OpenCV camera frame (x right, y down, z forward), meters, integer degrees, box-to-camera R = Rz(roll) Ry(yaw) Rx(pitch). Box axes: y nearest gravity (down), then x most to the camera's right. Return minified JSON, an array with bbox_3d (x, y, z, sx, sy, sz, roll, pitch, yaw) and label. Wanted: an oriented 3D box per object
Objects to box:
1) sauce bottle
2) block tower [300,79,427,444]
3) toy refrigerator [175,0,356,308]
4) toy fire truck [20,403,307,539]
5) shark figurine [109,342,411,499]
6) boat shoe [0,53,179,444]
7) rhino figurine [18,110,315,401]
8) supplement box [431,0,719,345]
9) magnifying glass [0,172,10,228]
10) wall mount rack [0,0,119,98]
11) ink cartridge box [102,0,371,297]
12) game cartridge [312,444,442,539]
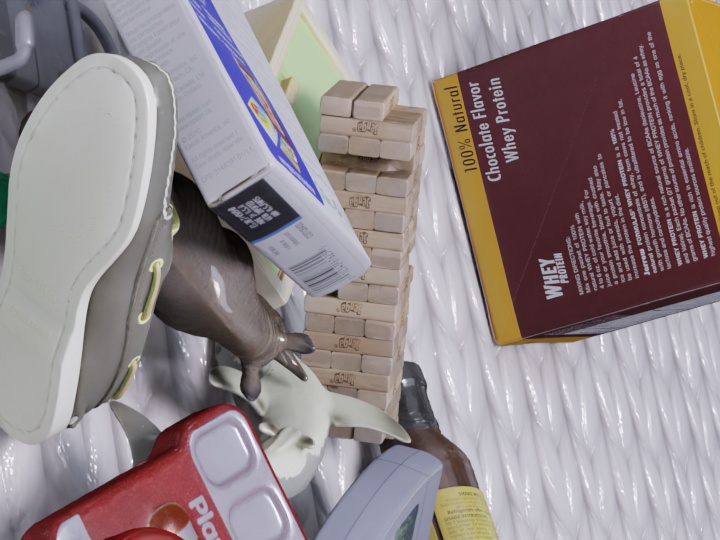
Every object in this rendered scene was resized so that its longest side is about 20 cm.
[{"bbox_3d":[0.046,0.148,1.278,0.065,0.065,0.201,28,39,-53],"label":"sauce bottle"},{"bbox_3d":[0.000,0.000,1.213,0.058,0.054,0.201,-52,148,-72],"label":"block tower"},{"bbox_3d":[-0.060,-0.065,1.222,0.076,0.070,0.200,56,32,-29],"label":"toy refrigerator"},{"bbox_3d":[-0.066,0.175,0.968,0.168,0.112,0.201,-29,92,-46],"label":"toy fire truck"},{"bbox_3d":[-0.059,0.106,1.111,0.128,0.090,0.214,28,22,7],"label":"shark figurine"},{"bbox_3d":[-0.118,-0.013,0.975,0.072,0.202,0.060,38,36,26],"label":"boat shoe"},{"bbox_3d":[-0.085,-0.003,1.075,0.200,0.060,0.087,49,0,-35],"label":"rhino figurine"},{"bbox_3d":[0.185,-0.066,1.536,0.133,0.199,0.198,1,74,-61],"label":"supplement box"},{"bbox_3d":[-0.182,-0.033,1.034,0.200,0.022,0.080,-8,81,-61],"label":"magnifying glass"},{"bbox_3d":[-0.160,-0.161,1.090,0.200,0.074,0.174,19,55,-59],"label":"wall mount rack"},{"bbox_3d":[-0.074,-0.098,1.060,0.200,0.047,0.198,61,6,18],"label":"ink cartridge box"},{"bbox_3d":[-0.007,0.179,1.143,0.200,0.041,0.134,-50,150,-59],"label":"game cartridge"}]
